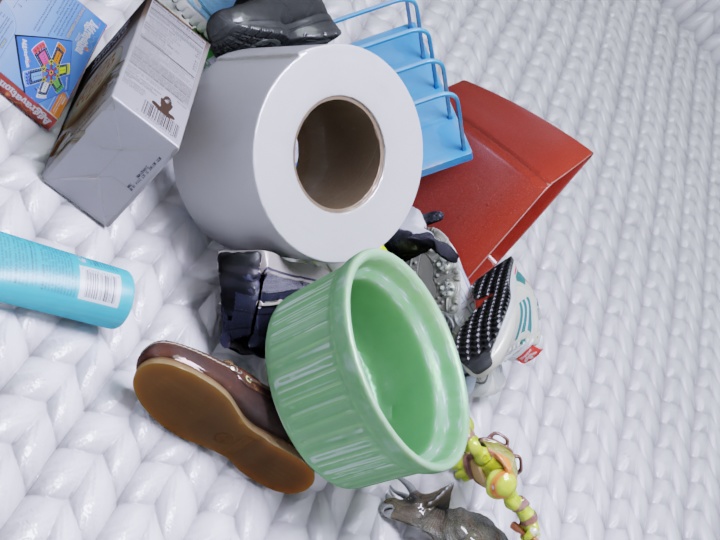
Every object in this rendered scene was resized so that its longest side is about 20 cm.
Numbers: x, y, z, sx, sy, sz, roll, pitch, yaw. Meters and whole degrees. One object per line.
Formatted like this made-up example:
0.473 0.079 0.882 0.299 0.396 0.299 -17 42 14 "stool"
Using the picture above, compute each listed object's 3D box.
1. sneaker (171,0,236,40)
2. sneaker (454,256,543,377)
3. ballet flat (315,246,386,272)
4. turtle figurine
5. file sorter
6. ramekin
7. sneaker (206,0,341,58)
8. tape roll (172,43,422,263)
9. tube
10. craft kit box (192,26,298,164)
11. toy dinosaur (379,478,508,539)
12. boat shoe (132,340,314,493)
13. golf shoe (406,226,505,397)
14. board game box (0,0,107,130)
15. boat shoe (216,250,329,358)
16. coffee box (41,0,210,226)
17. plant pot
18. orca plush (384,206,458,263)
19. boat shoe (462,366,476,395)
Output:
-0.111 -0.256 1.687 0.200 0.090 0.078 47 27 -7 "sneaker"
0.158 0.066 1.671 0.094 0.070 0.200 49 25 -14 "sneaker"
0.000 0.000 1.641 0.200 0.067 0.067 45 26 -16 "ballet flat"
0.115 0.180 1.534 0.200 0.064 0.161 46 -2 -18 "turtle figurine"
0.021 -0.209 1.730 0.123 0.138 0.201 77 -6 -57 "file sorter"
0.004 0.091 1.380 0.200 0.097 0.201 43 35 -41 "ramekin"
-0.099 -0.260 1.604 0.200 0.076 0.091 -17 85 -62 "sneaker"
-0.059 -0.111 1.507 0.202 0.139 0.205 -4 96 -38 "tape roll"
-0.274 0.000 1.266 0.199 0.050 0.078 19 36 -39 "tube"
-0.114 -0.185 1.739 0.198 0.048 0.200 53 27 -1 "craft kit box"
0.111 0.265 1.491 0.199 0.077 0.103 35 38 -23 "toy dinosaur"
-0.113 0.114 1.342 0.200 0.070 0.071 42 34 -34 "boat shoe"
0.105 0.051 1.758 0.097 0.078 0.201 21 49 -54 "golf shoe"
-0.306 -0.218 1.510 0.103 0.019 0.201 39 29 -18 "board game box"
-0.083 0.038 1.498 0.200 0.074 0.094 18 73 -68 "boat shoe"
-0.213 -0.150 1.466 0.080 0.114 0.201 37 29 -20 "coffee box"
0.124 -0.108 1.860 0.176 0.200 0.200 44 26 7 "plant pot"
0.050 -0.023 1.726 0.104 0.072 0.200 -10 16 -27 "orca plush"
0.048 0.111 1.599 0.200 0.066 0.074 12 78 -61 "boat shoe"
